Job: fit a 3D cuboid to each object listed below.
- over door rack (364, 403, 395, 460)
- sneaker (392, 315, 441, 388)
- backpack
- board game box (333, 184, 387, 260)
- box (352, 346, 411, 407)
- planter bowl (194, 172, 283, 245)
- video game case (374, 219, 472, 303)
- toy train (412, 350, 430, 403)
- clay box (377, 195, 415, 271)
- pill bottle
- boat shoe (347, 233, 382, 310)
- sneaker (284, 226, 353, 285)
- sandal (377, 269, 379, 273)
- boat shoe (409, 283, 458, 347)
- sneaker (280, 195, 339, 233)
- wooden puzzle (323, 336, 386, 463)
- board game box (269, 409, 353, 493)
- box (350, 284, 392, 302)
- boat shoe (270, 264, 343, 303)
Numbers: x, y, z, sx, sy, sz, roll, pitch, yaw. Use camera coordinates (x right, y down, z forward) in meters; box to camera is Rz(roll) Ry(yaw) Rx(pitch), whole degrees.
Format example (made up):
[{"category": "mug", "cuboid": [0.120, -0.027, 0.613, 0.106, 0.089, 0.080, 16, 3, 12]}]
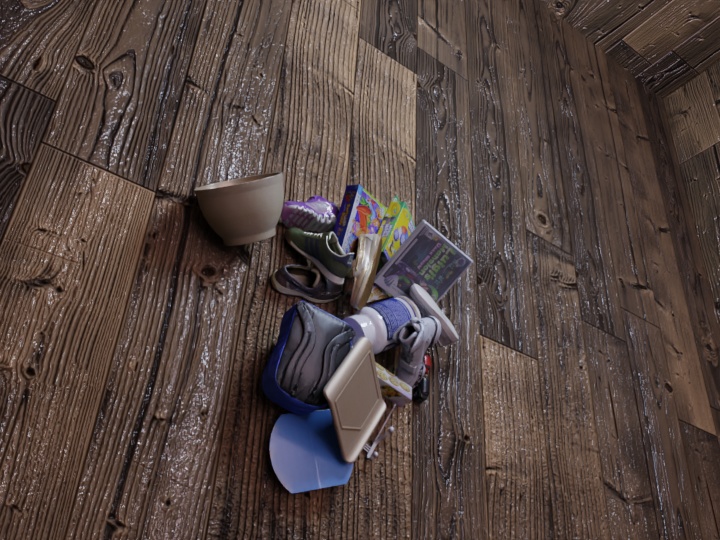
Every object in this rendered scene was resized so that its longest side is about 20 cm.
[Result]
[{"category": "over door rack", "cuboid": [0.018, 0.309, 1.583, 0.148, 0.066, 0.201, 43, 46, -13]}, {"category": "sneaker", "cuboid": [0.113, 0.198, 1.639, 0.075, 0.203, 0.114, 30, 10, 35]}, {"category": "backpack", "cuboid": [-0.117, 0.201, 1.456, 0.160, 0.168, 0.203, 25, 57, -15]}, {"category": "board game box", "cuboid": [-0.007, -0.094, 1.736, 0.134, 0.044, 0.203, 34, 64, -47]}, {"category": "box", "cuboid": [0.036, 0.243, 1.569, 0.199, 0.039, 0.042, 37, 31, -23]}, {"category": "planter bowl", "cuboid": [-0.258, -0.133, 1.532, 0.199, 0.198, 0.137, -24, 109, -45]}, {"category": "video game case", "cuboid": [0.159, 0.001, 1.742, 0.181, 0.201, 0.023, 36, 12, -24]}, {"category": "toy train", "cuboid": [0.158, 0.239, 1.756, 0.034, 0.046, 0.203, 24, 53, -28]}, {"category": "clay box", "cuboid": [0.093, -0.089, 1.802, 0.202, 0.047, 0.116, -65, 146, -31]}, {"category": "pill bottle", "cuboid": [0.047, 0.137, 1.670, 0.198, 0.115, 0.117, -14, 75, -44]}, {"category": "boat shoe", "cuboid": [0.000, 0.000, 1.657, 0.068, 0.074, 0.203, 10, 61, 12]}, {"category": "sneaker", "cuboid": [-0.091, -0.061, 1.635, 0.200, 0.091, 0.067, 42, 24, 23]}, {"category": "sandal", "cuboid": [0.055, -0.071, 1.842, 0.082, 0.050, 0.204, 38, 47, -16]}, {"category": "boat shoe", "cuboid": [0.174, 0.120, 1.756, 0.200, 0.068, 0.072, 48, 15, -31]}, {"category": "sneaker", "cuboid": [-0.122, -0.148, 1.722, 0.198, 0.080, 0.090, 10, 55, -43]}, {"category": "wooden puzzle", "cuboid": [-0.013, 0.273, 1.456, 0.185, 0.037, 0.203, -51, 135, -45]}, {"category": "board game box", "cuboid": [-0.109, 0.381, 1.447, 0.197, 0.039, 0.161, 1, 65, -34]}, {"category": "box", "cuboid": [0.057, 0.052, 1.777, 0.198, 0.038, 0.042, -10, 91, -43]}, {"category": "boat shoe", "cuboid": [-0.115, 0.029, 1.629, 0.197, 0.065, 0.074, 7, 60, -38]}]
